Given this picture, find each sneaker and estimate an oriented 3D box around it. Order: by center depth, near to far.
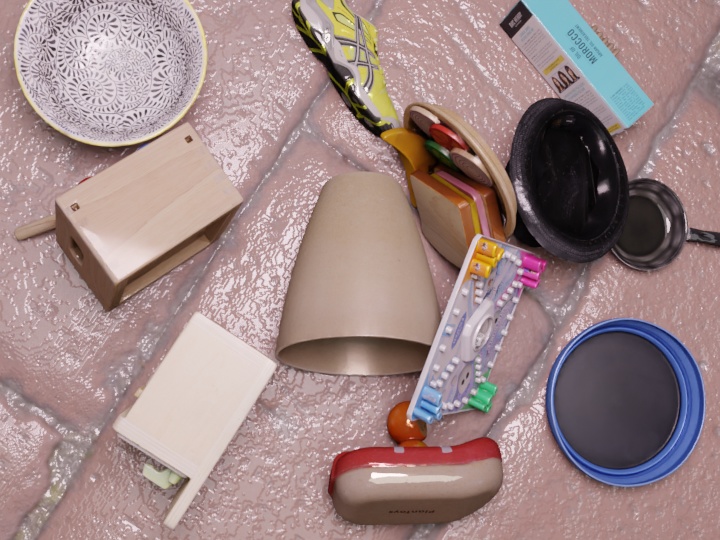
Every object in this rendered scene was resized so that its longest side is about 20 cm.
[{"bbox_3d":[-0.003,-0.252,1.008,0.076,0.075,0.201,-32,92,-9],"label":"sneaker"}]

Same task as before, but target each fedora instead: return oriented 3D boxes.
[{"bbox_3d":[0.227,-0.098,1.007,0.199,0.091,0.202,8,72,-28],"label":"fedora"}]

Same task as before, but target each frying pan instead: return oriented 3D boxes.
[{"bbox_3d":[0.389,-0.064,1.069,0.189,0.031,0.116,-11,87,-12],"label":"frying pan"}]

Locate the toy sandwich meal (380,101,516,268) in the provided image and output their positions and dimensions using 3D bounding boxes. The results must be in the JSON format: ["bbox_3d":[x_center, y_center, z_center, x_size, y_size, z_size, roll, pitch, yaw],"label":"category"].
[{"bbox_3d":[0.097,-0.094,0.957,0.070,0.205,0.206,-38,91,-11],"label":"toy sandwich meal"}]

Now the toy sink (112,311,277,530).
[{"bbox_3d":[-0.191,0.154,0.923,0.112,0.130,0.201,33,83,-4],"label":"toy sink"}]

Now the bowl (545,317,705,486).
[{"bbox_3d":[0.320,0.159,1.038,0.199,0.039,0.202,1,86,-8],"label":"bowl"}]

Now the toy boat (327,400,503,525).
[{"bbox_3d":[0.061,0.211,0.971,0.198,0.131,0.132,1,56,-8],"label":"toy boat"}]

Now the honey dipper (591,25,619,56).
[{"bbox_3d":[0.245,-0.335,1.069,0.038,0.038,0.200,-43,90,-9],"label":"honey dipper"}]

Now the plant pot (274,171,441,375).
[{"bbox_3d":[0.000,0.000,0.950,0.186,0.187,0.202,2,71,-8],"label":"plant pot"}]

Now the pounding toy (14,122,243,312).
[{"bbox_3d":[-0.257,-0.056,0.917,0.184,0.200,0.143,-36,91,-23],"label":"pounding toy"}]

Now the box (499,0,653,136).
[{"bbox_3d":[0.262,-0.254,1.041,0.049,0.082,0.200,-40,92,-10],"label":"box"}]

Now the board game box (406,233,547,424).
[{"bbox_3d":[0.134,0.069,0.930,0.026,0.200,0.201,23,96,28],"label":"board game box"}]

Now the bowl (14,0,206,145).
[{"bbox_3d":[-0.272,-0.228,0.951,0.199,0.094,0.203,1,85,-8],"label":"bowl"}]
